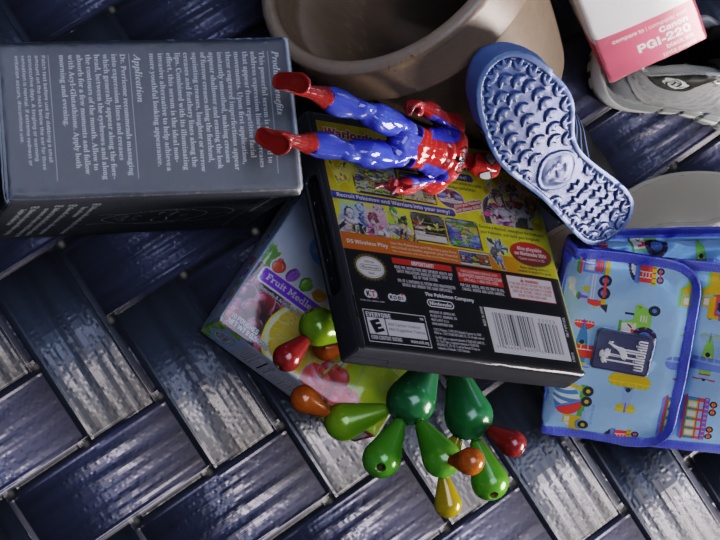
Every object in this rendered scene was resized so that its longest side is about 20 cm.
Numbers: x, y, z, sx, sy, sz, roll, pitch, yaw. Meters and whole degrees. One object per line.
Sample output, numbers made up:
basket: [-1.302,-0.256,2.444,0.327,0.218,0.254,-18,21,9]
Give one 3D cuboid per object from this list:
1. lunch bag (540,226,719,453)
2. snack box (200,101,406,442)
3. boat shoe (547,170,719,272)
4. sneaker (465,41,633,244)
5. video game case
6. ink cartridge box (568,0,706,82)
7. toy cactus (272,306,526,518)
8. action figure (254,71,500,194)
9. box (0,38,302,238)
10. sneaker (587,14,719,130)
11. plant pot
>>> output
lunch bag: [0.218,0.047,1.737,0.200,0.094,0.151,2,115,-8]
snack box: [0.000,0.000,1.711,0.142,0.053,0.200,37,72,-11]
boat shoe: [0.214,-0.018,1.794,0.200,0.073,0.063,-21,130,-25]
sneaker: [0.117,-0.096,1.647,0.070,0.078,0.200,-39,134,-1]
video game case: [0.053,-0.013,1.642,0.200,0.025,0.181,8,58,-37]
ink cartridge box: [0.166,-0.259,1.706,0.085,0.146,0.200,-24,132,6]
toy cactus: [0.045,0.068,1.649,0.200,0.102,0.165,36,62,-12]
action figure: [0.022,-0.085,1.591,0.200,0.052,0.066,10,95,-46]
box: [-0.157,-0.088,1.615,0.200,0.148,0.107,-3,82,-19]
sneaker: [0.280,-0.149,1.794,0.200,0.115,0.075,0,81,-18]
plant pot: [0.057,-0.176,1.685,0.175,0.200,0.200,47,65,-48]
